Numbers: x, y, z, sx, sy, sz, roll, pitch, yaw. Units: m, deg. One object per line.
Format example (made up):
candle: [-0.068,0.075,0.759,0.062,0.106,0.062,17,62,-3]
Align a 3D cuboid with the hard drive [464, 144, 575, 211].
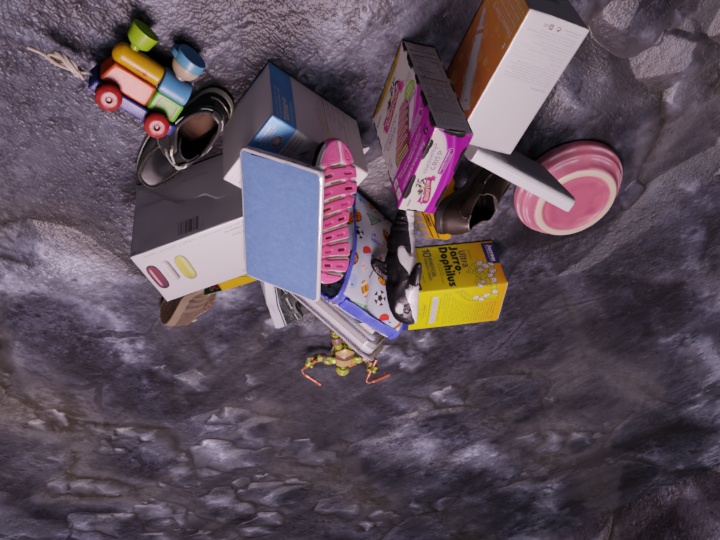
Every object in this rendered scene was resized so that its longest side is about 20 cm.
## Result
hard drive: [0.231,-0.167,1.040,0.196,0.133,0.027,21,116,-25]

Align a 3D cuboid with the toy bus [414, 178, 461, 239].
toy bus: [0.112,-0.138,1.093,0.077,0.066,0.201,9,149,32]

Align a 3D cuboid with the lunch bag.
lunch bag: [0.000,0.000,1.129,0.122,0.204,0.169,-29,138,29]

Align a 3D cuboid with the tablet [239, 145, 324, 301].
tablet: [-0.106,-0.059,0.903,0.127,0.014,0.205,19,127,21]

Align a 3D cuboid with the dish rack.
dish rack: [-0.033,0.071,1.199,0.044,0.199,0.171,-52,173,10]

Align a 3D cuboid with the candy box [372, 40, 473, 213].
candy box: [0.079,-0.201,0.927,0.059,0.203,0.138,6,136,-19]

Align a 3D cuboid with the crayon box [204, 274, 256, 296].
crayon box: [-0.176,-0.046,1.095,0.195,0.129,0.051,-18,139,6]

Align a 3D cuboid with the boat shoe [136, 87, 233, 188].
boat shoe: [-0.264,-0.182,0.970,0.198,0.069,0.071,-34,129,27]

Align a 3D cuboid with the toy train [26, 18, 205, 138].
toy train: [-0.305,-0.272,0.856,0.198,0.086,0.116,28,115,-36]

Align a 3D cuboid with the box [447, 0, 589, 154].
box: [0.202,-0.287,0.921,0.095,0.127,0.202,9,135,-21]

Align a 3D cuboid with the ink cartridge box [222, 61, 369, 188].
ink cartridge box: [-0.087,-0.173,0.977,0.197,0.128,0.128,25,127,-34]

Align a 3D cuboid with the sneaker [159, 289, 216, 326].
sneaker: [-0.293,0.031,1.215,0.074,0.072,0.199,4,143,-46]

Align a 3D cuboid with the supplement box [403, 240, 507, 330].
supplement box: [0.165,0.028,1.272,0.194,0.111,0.111,-6,139,-7]

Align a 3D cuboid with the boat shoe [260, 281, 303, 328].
boat shoe: [-0.147,0.035,1.247,0.069,0.073,0.202,-17,149,-7]

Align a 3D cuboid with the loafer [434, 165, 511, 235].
loafer: [0.199,-0.111,1.086,0.199,0.070,0.074,-42,136,-33]

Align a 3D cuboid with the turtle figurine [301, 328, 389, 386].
turtle figurine: [-0.025,0.172,1.421,0.194,0.065,0.164,5,129,-6]

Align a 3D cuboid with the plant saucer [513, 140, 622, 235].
plant saucer: [0.374,-0.135,1.187,0.194,0.052,0.204,-7,138,-6]

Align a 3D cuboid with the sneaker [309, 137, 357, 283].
sneaker: [-0.057,-0.087,0.928,0.072,0.087,0.205,-17,124,-34]

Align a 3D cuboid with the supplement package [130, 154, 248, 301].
supplement package: [-0.235,-0.073,1.029,0.195,0.159,0.112,-19,139,8]

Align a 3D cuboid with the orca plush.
orca plush: [0.052,-0.018,1.052,0.069,0.105,0.206,-1,105,-12]
